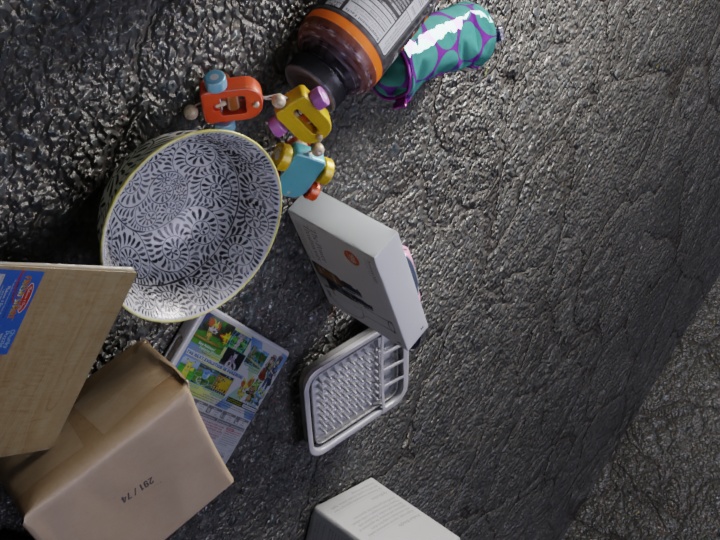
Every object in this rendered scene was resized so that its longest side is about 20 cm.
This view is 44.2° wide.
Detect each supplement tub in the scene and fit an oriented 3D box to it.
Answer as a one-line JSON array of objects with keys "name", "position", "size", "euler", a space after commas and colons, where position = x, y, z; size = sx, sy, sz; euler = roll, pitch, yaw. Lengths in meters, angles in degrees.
[{"name": "supplement tub", "position": [0.001, -0.271, 0.983], "size": [0.201, 0.106, 0.107], "euler": [-53, 146, -15]}]

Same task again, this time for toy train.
[{"name": "toy train", "position": [-0.103, -0.149, 0.960], "size": [0.147, 0.056, 0.201], "euler": [-11, 142, -1]}]

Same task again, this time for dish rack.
[{"name": "dish rack", "position": [-0.013, 0.164, 1.310], "size": [0.198, 0.043, 0.174], "euler": [-30, 136, -31]}]

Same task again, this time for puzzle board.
[{"name": "puzzle board", "position": [-0.290, 0.079, 0.762], "size": [0.150, 0.017, 0.202], "euler": [4, 119, -59]}]

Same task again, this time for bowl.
[{"name": "bowl", "position": [-0.183, -0.060, 0.868], "size": [0.199, 0.094, 0.203], "euler": [-28, 136, -30]}]

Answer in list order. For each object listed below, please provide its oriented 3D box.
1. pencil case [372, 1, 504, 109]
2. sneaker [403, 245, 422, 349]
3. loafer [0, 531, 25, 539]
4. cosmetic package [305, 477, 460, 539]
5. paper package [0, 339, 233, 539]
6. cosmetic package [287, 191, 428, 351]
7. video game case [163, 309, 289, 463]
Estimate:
[{"name": "pencil case", "position": [0.094, -0.279, 1.129], "size": [0.199, 0.084, 0.094], "euler": [-31, 109, -39]}, {"name": "sneaker", "position": [0.067, 0.044, 1.342], "size": [0.201, 0.069, 0.083], "euler": [82, 21, -55]}, {"name": "loafer", "position": [-0.339, 0.352, 0.967], "size": [0.068, 0.070, 0.202], "euler": [-48, 145, -20]}, {"name": "cosmetic package", "position": [0.027, 0.483, 1.464], "size": [0.164, 0.198, 0.168], "euler": [-10, 121, -51]}, {"name": "paper package", "position": [-0.255, 0.210, 0.931], "size": [0.199, 0.103, 0.192], "euler": [-37, 140, -22]}, {"name": "cosmetic package", "position": [0.000, 0.000, 1.131], "size": [0.052, 0.150, 0.201], "euler": [-48, 144, -21]}, {"name": "video game case", "position": [-0.186, 0.149, 1.090], "size": [0.184, 0.022, 0.200], "euler": [-60, 147, -6]}]
